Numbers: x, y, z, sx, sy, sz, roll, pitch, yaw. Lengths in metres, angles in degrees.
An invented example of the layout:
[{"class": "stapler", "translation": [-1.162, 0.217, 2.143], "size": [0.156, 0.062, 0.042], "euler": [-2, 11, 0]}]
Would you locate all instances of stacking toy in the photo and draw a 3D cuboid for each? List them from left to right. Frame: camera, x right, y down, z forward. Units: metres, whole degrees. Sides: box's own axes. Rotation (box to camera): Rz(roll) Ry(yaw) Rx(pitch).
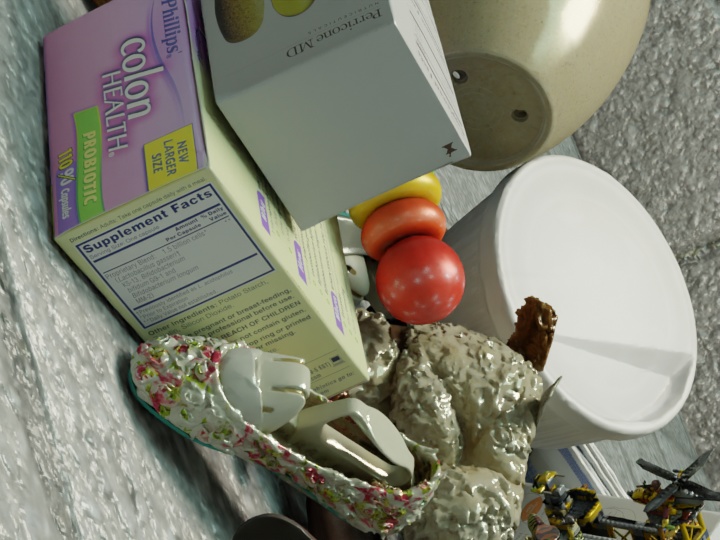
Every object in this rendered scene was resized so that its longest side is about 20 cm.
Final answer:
[{"class": "stacking toy", "translation": [0.015, -0.057, 1.348], "size": [0.085, 0.085, 0.200], "euler": [45, 24, -58]}]

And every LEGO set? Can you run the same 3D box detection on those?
[{"class": "LEGO set", "translation": [0.128, 0.176, 1.333], "size": [0.200, 0.154, 0.116], "euler": [-40, 124, -31]}]

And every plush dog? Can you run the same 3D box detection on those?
[{"class": "plush dog", "translation": [0.020, 0.074, 1.355], "size": [0.200, 0.172, 0.161], "euler": [-110, -143, -79]}]

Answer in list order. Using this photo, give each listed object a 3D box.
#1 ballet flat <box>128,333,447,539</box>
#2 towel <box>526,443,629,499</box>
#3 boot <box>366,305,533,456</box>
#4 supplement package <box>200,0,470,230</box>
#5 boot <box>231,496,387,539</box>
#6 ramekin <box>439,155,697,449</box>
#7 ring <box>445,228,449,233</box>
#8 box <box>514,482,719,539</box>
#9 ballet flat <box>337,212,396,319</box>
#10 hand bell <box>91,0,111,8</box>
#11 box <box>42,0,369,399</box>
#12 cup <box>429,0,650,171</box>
[{"class": "ballet flat", "translation": [-0.033, 0.081, 1.205], "size": [0.200, 0.064, 0.076], "euler": [31, 41, -30]}, {"class": "towel", "translation": [0.142, 0.193, 1.616], "size": [0.147, 0.024, 0.200], "euler": [57, -33, 13]}, {"class": "boot", "translation": [0.021, 0.065, 1.576], "size": [0.158, 0.079, 0.211], "euler": [19, 16, -39]}, {"class": "supplement package", "translation": [-0.021, -0.141, 1.261], "size": [0.110, 0.114, 0.200], "euler": [57, 14, -41]}, {"class": "boot", "translation": [-0.021, 0.166, 1.261], "size": [0.200, 0.064, 0.187], "euler": [-90, 158, -62]}, {"class": "ramekin", "translation": [0.131, 0.031, 1.496], "size": [0.202, 0.094, 0.203], "euler": [23, 53, -35]}, {"class": "ring", "translation": [0.059, -0.003, 1.636], "size": [0.200, 0.019, 0.200], "euler": [44, -14, 13]}, {"class": "box", "translation": [0.154, 0.226, 1.471], "size": [0.124, 0.200, 0.098], "euler": [-51, 126, -30]}, {"class": "ballet flat", "translation": [0.000, 0.000, 1.477], "size": [0.200, 0.067, 0.064], "euler": [8, 58, -51]}, {"class": "hand bell", "translation": [-0.117, -0.131, 1.414], "size": [0.200, 0.104, 0.104], "euler": [48, 17, -15]}, {"class": "box", "translation": [-0.090, -0.036, 1.265], "size": [0.200, 0.097, 0.176], "euler": [55, 16, -43]}, {"class": "cup", "translation": [0.089, -0.150, 1.468], "size": [0.200, 0.200, 0.143], "euler": [58, 30, -32]}]
